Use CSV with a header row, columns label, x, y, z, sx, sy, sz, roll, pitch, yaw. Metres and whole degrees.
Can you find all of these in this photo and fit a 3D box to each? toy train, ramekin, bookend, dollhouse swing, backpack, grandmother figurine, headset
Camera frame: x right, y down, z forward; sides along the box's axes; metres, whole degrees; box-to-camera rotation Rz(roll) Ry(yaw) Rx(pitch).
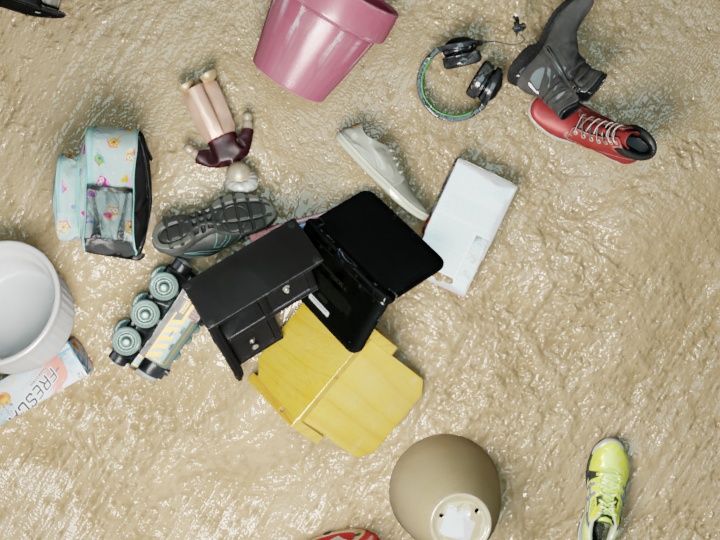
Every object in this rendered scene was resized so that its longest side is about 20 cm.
label,x,y,z,sx,sy,sz,roll,pitch,yaw
toy train,-0.314,0.081,1.751,0.114,0.085,0.200,34,92,-13
ramekin,-0.541,0.063,1.697,0.199,0.098,0.201,-3,70,8
bookend,-0.149,0.049,1.701,0.198,0.200,0.092,-31,62,-10
dollhouse swing,-0.032,0.173,1.790,0.200,0.176,0.182,-51,53,1
backpack,-0.392,-0.124,1.687,0.152,0.176,0.201,9,89,-7
grandmother figurine,-0.223,-0.211,1.748,0.121,0.061,0.201,-27,91,8
headset,0.180,-0.323,1.741,0.200,0.094,0.124,-39,95,6

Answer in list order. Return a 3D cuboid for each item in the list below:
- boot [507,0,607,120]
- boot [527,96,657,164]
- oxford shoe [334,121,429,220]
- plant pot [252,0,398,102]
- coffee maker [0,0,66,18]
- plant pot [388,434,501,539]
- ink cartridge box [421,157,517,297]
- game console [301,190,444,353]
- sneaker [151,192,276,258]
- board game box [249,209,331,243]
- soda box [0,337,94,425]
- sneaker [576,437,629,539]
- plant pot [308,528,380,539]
label,x,y,z,sx,sy,sz,roll,pitch,yaw
boot,0.338,-0.337,1.734,0.131,0.070,0.200,37,87,20
boot,0.366,-0.228,1.731,0.199,0.144,0.073,24,94,-2
oxford shoe,0.044,-0.161,1.756,0.058,0.075,0.200,-43,90,2
plant pot,-0.068,-0.368,1.689,0.199,0.200,0.179,31,107,-4
coffee maker,-0.512,-0.500,1.651,0.134,0.192,0.201,11,91,13
plant pot,0.144,0.372,1.727,0.186,0.200,0.188,0,94,-2
ink cartridge box,0.162,-0.069,1.778,0.109,0.050,0.201,25,93,-4
game console,0.000,0.000,1.723,0.200,0.116,0.176,45,121,29
sneaker,-0.230,-0.068,1.746,0.199,0.079,0.076,-14,68,0
board game box,-0.073,-0.039,1.783,0.199,0.019,0.103,-15,95,-2
soda box,-0.528,0.184,1.748,0.199,0.068,0.064,-31,94,-2
sneaker,0.406,0.376,1.801,0.075,0.076,0.201,6,92,-1
plant pot,-0.032,0.518,1.728,0.199,0.200,0.183,-16,91,-2
